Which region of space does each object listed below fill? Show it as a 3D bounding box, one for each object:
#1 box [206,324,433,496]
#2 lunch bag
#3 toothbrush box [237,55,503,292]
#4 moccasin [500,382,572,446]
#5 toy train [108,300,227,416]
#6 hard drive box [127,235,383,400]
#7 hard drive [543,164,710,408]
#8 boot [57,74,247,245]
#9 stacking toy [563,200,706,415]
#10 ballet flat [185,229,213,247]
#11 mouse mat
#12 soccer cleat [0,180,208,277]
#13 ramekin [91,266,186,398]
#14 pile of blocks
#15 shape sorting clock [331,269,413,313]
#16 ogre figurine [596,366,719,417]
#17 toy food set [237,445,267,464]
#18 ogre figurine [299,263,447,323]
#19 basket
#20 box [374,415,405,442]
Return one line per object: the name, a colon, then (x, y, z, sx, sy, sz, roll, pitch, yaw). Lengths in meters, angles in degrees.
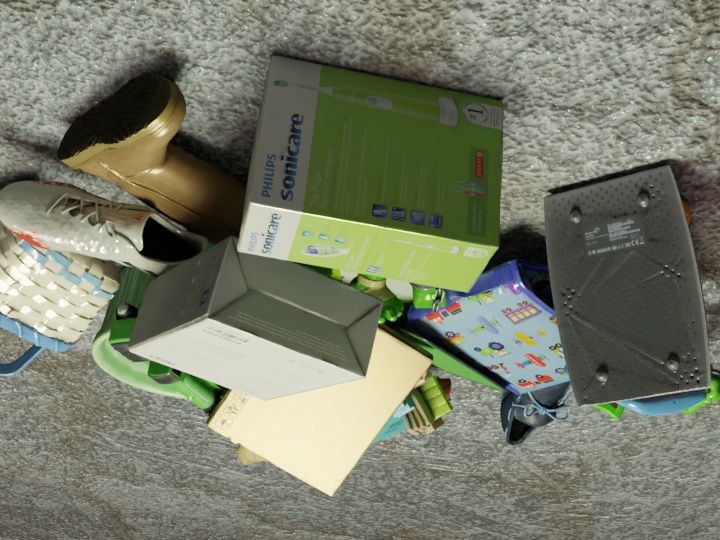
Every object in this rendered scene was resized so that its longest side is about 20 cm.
box: (-0.044, 0.128, 1.138, 0.163, 0.021, 0.200, 32, 107, -11)
lunch bag: (0.159, 0.052, 1.123, 0.200, 0.094, 0.150, 22, 148, -38)
toothbrush box: (0.010, -0.078, 0.881, 0.200, 0.146, 0.086, 10, 151, -10)
moccasin: (0.230, 0.170, 1.365, 0.080, 0.068, 0.200, 6, 151, -2)
toy train: (-0.193, 0.095, 1.114, 0.042, 0.056, 0.200, -9, 147, 23)
hard drive box: (-0.101, 0.051, 0.972, 0.156, 0.077, 0.200, 24, 157, -25)
hard drive: (0.243, 0.016, 0.970, 0.135, 0.200, 0.042, -14, 167, 30)
boot: (-0.149, -0.091, 0.975, 0.200, 0.066, 0.175, 31, 154, -36)
stacking toy: (0.277, 0.027, 1.022, 0.116, 0.200, 0.110, -3, -160, -34)
ballet flat: (-0.118, 0.024, 1.144, 0.070, 0.065, 0.200, -38, 108, 9)
mouse mat: (0.059, 0.086, 1.213, 0.161, 0.008, 0.200, 33, 170, -37)
soccer cleat: (-0.236, -0.041, 0.998, 0.200, 0.069, 0.085, 21, 160, -25)
ramekin: (-0.197, 0.065, 1.220, 0.200, 0.098, 0.200, 4, 151, 2)
pile of blocks: (0.063, 0.135, 1.231, 0.062, 0.082, 0.200, -32, 146, 19)
shape sorting clock: (0.000, 0.000, 1.130, 0.200, 0.039, 0.200, 6, 154, 3)
ogre figurine: (0.317, 0.122, 1.212, 0.120, 0.098, 0.200, 13, -168, -6)
toy food set: (-0.070, 0.147, 1.272, 0.049, 0.198, 0.200, 40, 158, 17)
ogre figurine: (-0.012, -0.029, 0.992, 0.200, 0.098, 0.120, 23, 127, 14)
basket: (-0.359, 0.018, 1.100, 0.200, 0.139, 0.176, -38, 137, 9)
box: (0.010, 0.158, 1.274, 0.049, 0.082, 0.200, -52, 163, 13)
